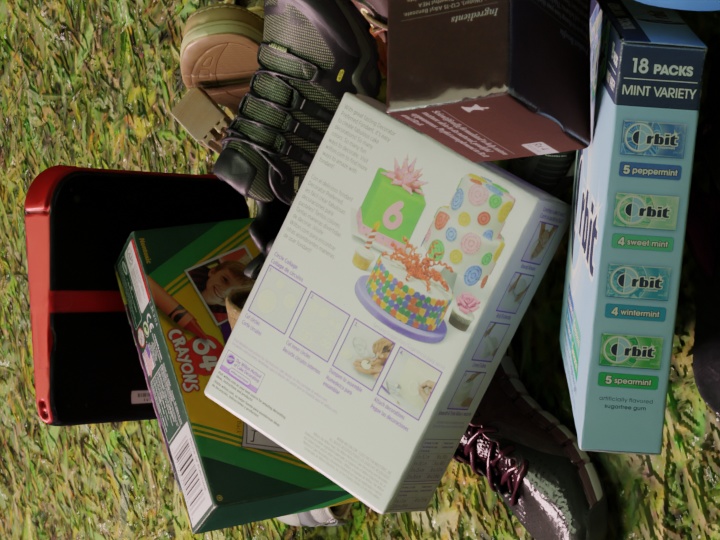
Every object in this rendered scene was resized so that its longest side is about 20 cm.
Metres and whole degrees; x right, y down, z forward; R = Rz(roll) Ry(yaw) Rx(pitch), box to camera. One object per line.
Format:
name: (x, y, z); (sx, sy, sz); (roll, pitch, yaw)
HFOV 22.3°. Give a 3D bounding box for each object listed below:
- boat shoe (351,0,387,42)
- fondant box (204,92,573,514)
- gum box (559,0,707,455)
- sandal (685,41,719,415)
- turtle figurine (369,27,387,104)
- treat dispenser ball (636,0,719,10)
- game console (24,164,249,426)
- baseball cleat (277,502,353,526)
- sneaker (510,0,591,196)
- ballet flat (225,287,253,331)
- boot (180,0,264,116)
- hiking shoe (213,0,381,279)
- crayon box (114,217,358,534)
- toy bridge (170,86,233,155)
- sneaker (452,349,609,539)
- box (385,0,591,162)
boat shoe: (0.032, -0.159, 1.036); (0.070, 0.200, 0.071); (7, 86, 33)
fondant box: (0.014, 0.019, 1.059); (0.144, 0.058, 0.201); (31, 101, 29)
gum box: (0.136, -0.030, 0.939); (0.170, 0.044, 0.201); (-79, -7, -74)
sandal: (0.190, -0.020, 0.924); (0.075, 0.048, 0.202); (17, 110, 58)
turtle figurine: (0.007, -0.102, 1.208); (0.200, 0.064, 0.162); (55, 139, 40)
treat dispenser ball: (0.152, -0.215, 0.803); (0.201, 0.200, 0.202); (18, 111, 58)
game console: (-0.153, 0.017, 1.298); (0.031, 0.199, 0.178); (-2, 88, 42)
baseball cleat: (-0.032, 0.085, 1.329); (0.106, 0.070, 0.201); (-5, 94, 44)
sneaker: (0.095, -0.134, 1.024); (0.066, 0.090, 0.201); (42, 130, 50)
ballet flat: (0.000, 0.000, 1.137); (0.199, 0.068, 0.073); (-24, 113, 21)
boot: (-0.073, -0.191, 1.237); (0.200, 0.072, 0.157); (28, -120, -72)
hiking shoe: (-0.043, -0.089, 1.131); (0.075, 0.100, 0.201); (22, 132, 37)
crayon box: (-0.056, 0.062, 1.241); (0.058, 0.172, 0.201); (-52, 52, 55)
toy bridge: (-0.067, -0.072, 1.267); (0.027, 0.200, 0.067); (-45, 71, 4)
sneaker: (0.058, 0.106, 1.109); (0.200, 0.115, 0.076); (56, 140, 40)
box: (0.066, -0.164, 0.914); (0.075, 0.100, 0.201); (-8, 74, 28)
